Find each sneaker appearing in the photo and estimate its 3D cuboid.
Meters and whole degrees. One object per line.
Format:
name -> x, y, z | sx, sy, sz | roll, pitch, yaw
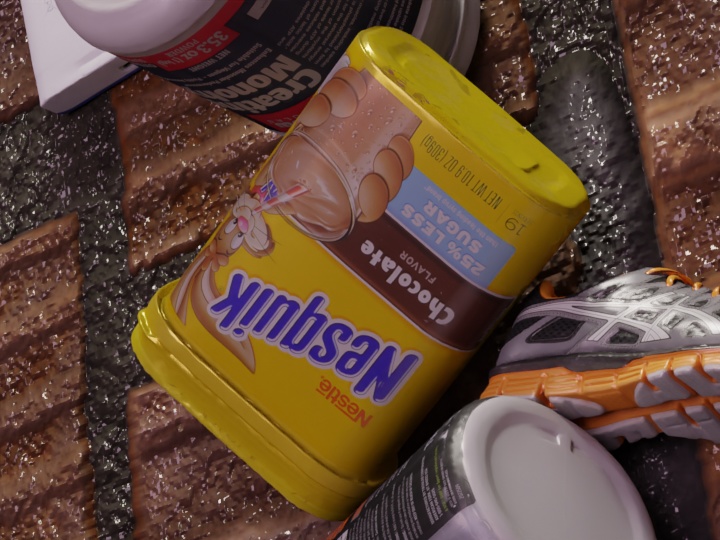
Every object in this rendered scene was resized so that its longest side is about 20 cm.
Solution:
sneaker -> 0.146, 0.034, 1.170 | 0.199, 0.078, 0.078 | -4, 56, 31

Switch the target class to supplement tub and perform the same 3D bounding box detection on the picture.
supplement tub -> -0.046, -0.148, 1.279 | 0.140, 0.199, 0.141 | -16, 65, 36
supplement tub -> 0.034, 0.160, 1.177 | 0.200, 0.122, 0.123 | -47, 53, 34

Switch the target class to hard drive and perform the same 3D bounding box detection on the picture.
hard drive -> -0.152, -0.209, 1.496 | 0.131, 0.025, 0.201 | -28, 62, 29

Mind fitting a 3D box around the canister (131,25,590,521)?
canister -> 0.000, 0.000, 1.244 | 0.148, 0.087, 0.200 | 40, 112, 8
